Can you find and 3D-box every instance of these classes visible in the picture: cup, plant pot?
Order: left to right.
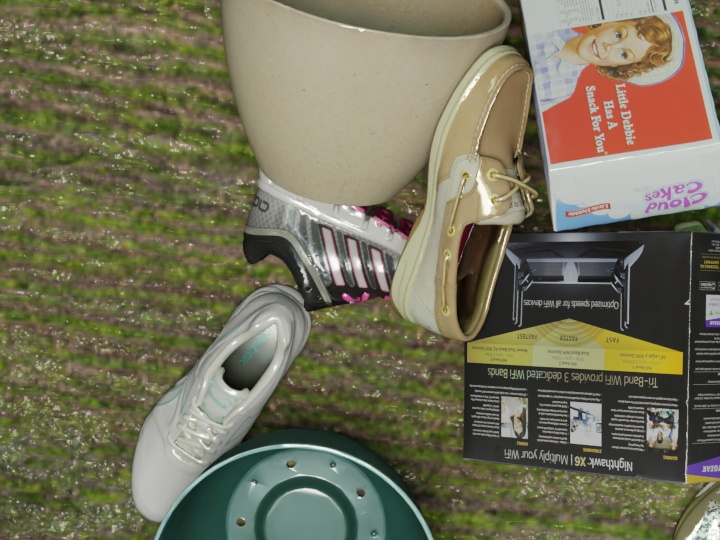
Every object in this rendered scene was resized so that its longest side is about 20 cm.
[{"bbox_3d":[-0.041,0.201,1.327,0.199,0.161,0.202,0,98,2],"label":"plant pot"},{"bbox_3d":[-0.009,-0.130,1.294,0.199,0.201,0.144,14,115,3],"label":"cup"}]

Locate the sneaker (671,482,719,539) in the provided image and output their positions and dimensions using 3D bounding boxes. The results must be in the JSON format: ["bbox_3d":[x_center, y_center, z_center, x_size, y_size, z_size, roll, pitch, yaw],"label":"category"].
[{"bbox_3d":[0.314,0.169,1.337,0.199,0.089,0.077,-25,94,7],"label":"sneaker"}]

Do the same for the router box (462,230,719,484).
[{"bbox_3d":[0.155,0.054,1.248,0.199,0.052,0.159,1,89,48],"label":"router box"}]

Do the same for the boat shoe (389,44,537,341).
[{"bbox_3d":[0.082,-0.047,1.250,0.066,0.074,0.201,32,117,35],"label":"boat shoe"}]

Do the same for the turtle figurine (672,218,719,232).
[{"bbox_3d":[0.222,0.044,1.339,0.193,0.200,0.145,6,127,26],"label":"turtle figurine"}]

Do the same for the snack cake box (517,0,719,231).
[{"bbox_3d":[0.172,-0.131,1.272,0.114,0.067,0.201,-7,53,4],"label":"snack cake box"}]

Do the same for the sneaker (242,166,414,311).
[{"bbox_3d":[0.000,0.000,1.354,0.199,0.074,0.088,29,101,2],"label":"sneaker"}]

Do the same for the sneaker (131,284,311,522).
[{"bbox_3d":[-0.109,0.099,1.367,0.070,0.080,0.201,33,99,-1],"label":"sneaker"}]
